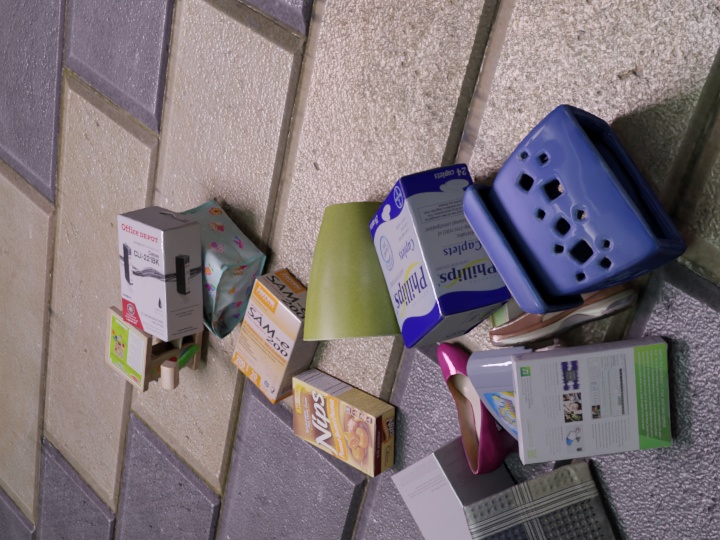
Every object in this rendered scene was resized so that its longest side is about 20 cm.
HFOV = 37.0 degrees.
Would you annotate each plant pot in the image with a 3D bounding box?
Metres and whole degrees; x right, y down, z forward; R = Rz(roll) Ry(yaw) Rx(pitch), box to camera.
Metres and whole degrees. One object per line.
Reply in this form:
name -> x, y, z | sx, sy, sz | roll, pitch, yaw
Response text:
plant pot -> 0.248, -0.059, 1.283 | 0.179, 0.200, 0.201 | -36, 76, 21
plant pot -> 0.000, 0.000, 1.644 | 0.186, 0.186, 0.202 | -6, 87, 46

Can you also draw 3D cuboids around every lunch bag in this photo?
lunch bag -> -0.275, 0.006, 1.948 | 0.170, 0.121, 0.201 | 47, 137, 26

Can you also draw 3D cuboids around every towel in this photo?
towel -> 0.265, 0.388, 1.527 | 0.198, 0.035, 0.194 | -20, 87, 3

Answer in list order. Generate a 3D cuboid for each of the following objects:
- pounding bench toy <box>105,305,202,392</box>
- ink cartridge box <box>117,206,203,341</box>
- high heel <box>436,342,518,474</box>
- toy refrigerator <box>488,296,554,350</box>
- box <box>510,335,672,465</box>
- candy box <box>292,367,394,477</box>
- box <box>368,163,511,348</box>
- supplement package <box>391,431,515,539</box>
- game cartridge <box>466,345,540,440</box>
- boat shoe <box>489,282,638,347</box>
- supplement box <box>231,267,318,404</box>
pounding bench toy -> -0.367, 0.147, 2.068 | 0.199, 0.155, 0.125 | 31, 125, 33
ink cartridge box -> -0.348, 0.003, 1.875 | 0.144, 0.083, 0.202 | 18, 114, 43
high heel -> 0.153, 0.204, 1.604 | 0.067, 0.095, 0.201 | -36, 79, 46
toy refrigerator -> 0.206, 0.007, 1.475 | 0.076, 0.069, 0.202 | -152, 49, -73
box -> 0.299, 0.168, 1.394 | 0.198, 0.036, 0.146 | -6, 105, 1
candy box -> -0.031, 0.257, 1.841 | 0.199, 0.055, 0.117 | 20, 119, 39
box -> 0.104, -0.016, 1.496 | 0.184, 0.104, 0.202 | 126, 128, -68
supplement package -> 0.163, 0.361, 1.636 | 0.120, 0.121, 0.201 | -40, 75, 46
game cartridge -> 0.237, 0.185, 1.489 | 0.133, 0.041, 0.200 | -9, 129, 50
boat shoe -> 0.259, 0.046, 1.412 | 0.198, 0.076, 0.072 | -21, 79, 8
supplement box -> -0.144, 0.116, 1.889 | 0.126, 0.073, 0.201 | 40, 130, 27
